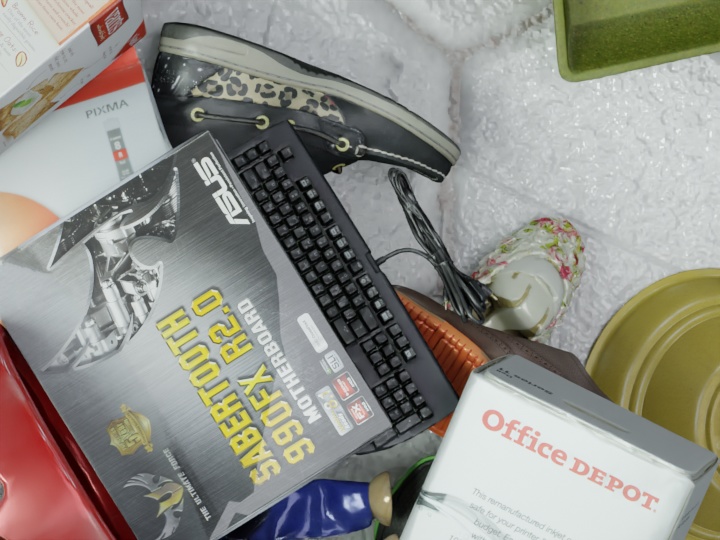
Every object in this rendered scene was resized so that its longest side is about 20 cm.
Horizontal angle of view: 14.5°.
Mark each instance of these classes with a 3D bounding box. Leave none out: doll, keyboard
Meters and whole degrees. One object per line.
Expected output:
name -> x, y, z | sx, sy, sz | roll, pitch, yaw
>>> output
doll -> -0.079, 0.162, 1.713 | 0.199, 0.048, 0.137 | -6, 71, -8
keyboard -> 0.000, 0.000, 1.661 | 0.127, 0.021, 0.200 | -30, 83, -15

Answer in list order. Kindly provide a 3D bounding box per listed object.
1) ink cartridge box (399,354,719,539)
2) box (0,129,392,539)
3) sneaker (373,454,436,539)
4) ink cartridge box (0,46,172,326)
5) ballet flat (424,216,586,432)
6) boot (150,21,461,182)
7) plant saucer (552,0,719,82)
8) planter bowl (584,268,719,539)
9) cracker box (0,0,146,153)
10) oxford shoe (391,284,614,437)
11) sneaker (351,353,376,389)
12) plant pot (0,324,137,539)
ink cartridge box -> 0.101, 0.168, 1.638 | 0.146, 0.083, 0.200 | 27, 105, 13
box -> -0.100, 0.045, 1.603 | 0.158, 0.048, 0.200 | -31, 92, -3
sneaker -> 0.043, 0.215, 1.757 | 0.077, 0.084, 0.201 | 12, 86, -25
ink cartridge box -> -0.192, -0.067, 1.642 | 0.162, 0.050, 0.201 | -17, 96, -1
ballet flat -> 0.079, 0.041, 1.781 | 0.200, 0.064, 0.076 | -43, 107, -17
boot -> -0.052, -0.050, 1.724 | 0.203, 0.073, 0.154 | 21, 87, -21
plant saucer -> 0.197, -0.237, 1.819 | 0.199, 0.048, 0.201 | -13, 108, -22
planter bowl -> 0.246, 0.100, 1.841 | 0.200, 0.083, 0.201 | 0, 91, -22
cracker box -> -0.212, -0.102, 1.568 | 0.200, 0.134, 0.058 | -41, 86, -6
oxford shoe -> 0.086, 0.069, 1.721 | 0.200, 0.071, 0.073 | 38, 42, 1
sneaker -> -0.044, 0.095, 1.667 | 0.105, 0.076, 0.200 | 23, 76, 13
plant pot -> -0.227, 0.155, 1.573 | 0.182, 0.200, 0.201 | -30, 102, -4
